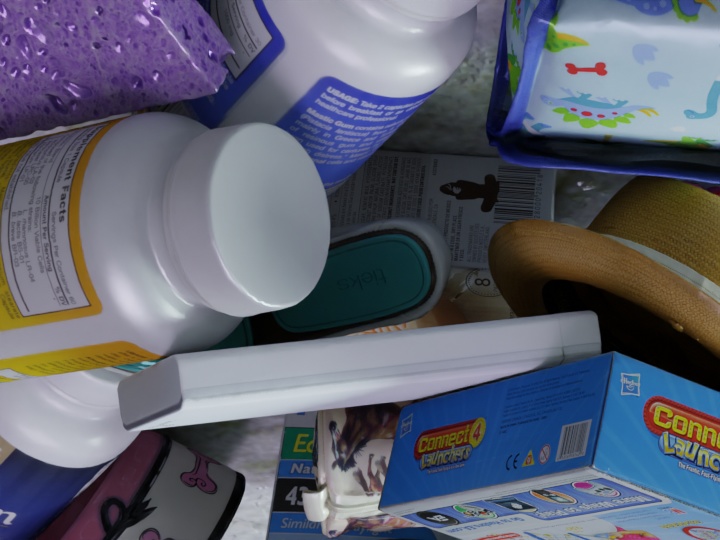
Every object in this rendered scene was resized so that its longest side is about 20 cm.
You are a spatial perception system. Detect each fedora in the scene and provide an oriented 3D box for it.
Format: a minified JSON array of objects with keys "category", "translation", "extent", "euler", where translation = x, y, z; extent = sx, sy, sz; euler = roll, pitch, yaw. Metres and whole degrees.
[{"category":"fedora","translation":[0.157,0.014,1.423],"extent":[0.200,0.082,0.201],"euler":[30,164,10]}]

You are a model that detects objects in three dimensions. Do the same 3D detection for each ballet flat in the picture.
[{"category":"ballet flat","translation":[-0.046,0.011,1.464],"extent":[0.199,0.070,0.070],"euler":[-11,140,18]}]

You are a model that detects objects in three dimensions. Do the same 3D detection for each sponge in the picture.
[{"category":"sponge","translation":[-0.166,-0.111,1.363],"extent":[0.199,0.030,0.112],"euler":[-10,132,35]}]

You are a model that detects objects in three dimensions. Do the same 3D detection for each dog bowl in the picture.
[{"category":"dog bowl","translation":[-0.156,0.175,1.729],"extent":[0.074,0.200,0.200],"euler":[40,136,-8]}]

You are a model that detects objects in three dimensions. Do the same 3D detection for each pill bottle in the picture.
[{"category":"pill bottle","translation":[-0.015,-0.111,1.386],"extent":[0.112,0.112,0.200],"euler":[24,140,-21]},{"category":"pill bottle","translation":[-0.183,0.074,1.656],"extent":[0.111,0.111,0.200],"euler":[23,140,-20]},{"category":"pill bottle","translation":[-0.116,-0.012,1.372],"extent":[0.199,0.113,0.113],"euler":[-10,141,38]}]

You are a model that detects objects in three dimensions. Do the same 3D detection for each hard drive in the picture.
[{"category":"hard drive","translation":[-0.003,0.048,1.398],"extent":[0.199,0.027,0.132],"euler":[-5,174,-17]}]

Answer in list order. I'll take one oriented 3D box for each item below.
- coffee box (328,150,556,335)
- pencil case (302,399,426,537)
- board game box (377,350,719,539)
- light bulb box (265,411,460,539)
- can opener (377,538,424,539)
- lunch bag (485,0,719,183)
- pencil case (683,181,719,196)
[{"category":"coffee box","translation":[0.000,0.000,1.555],"extent":[0.199,0.080,0.115],"euler":[3,141,5]},{"category":"pencil case","translation":[0.068,0.106,1.580],"extent":[0.199,0.090,0.078],"euler":[3,116,-4]},{"category":"board game box","translation":[0.142,0.108,1.417],"extent":[0.195,0.056,0.200],"euler":[21,161,-24]},{"category":"light bulb box","translation":[0.047,0.183,1.688],"extent":[0.197,0.201,0.125],"euler":[3,144,7]},{"category":"can opener","translation":[0.082,0.168,1.577],"extent":[0.199,0.079,0.064],"euler":[0,140,3]},{"category":"lunch bag","translation":[0.149,-0.101,1.374],"extent":[0.169,0.128,0.200],"euler":[6,157,-2]},{"category":"pencil case","translation":[0.250,0.005,1.516],"extent":[0.199,0.089,0.089],"euler":[7,143,4]}]
